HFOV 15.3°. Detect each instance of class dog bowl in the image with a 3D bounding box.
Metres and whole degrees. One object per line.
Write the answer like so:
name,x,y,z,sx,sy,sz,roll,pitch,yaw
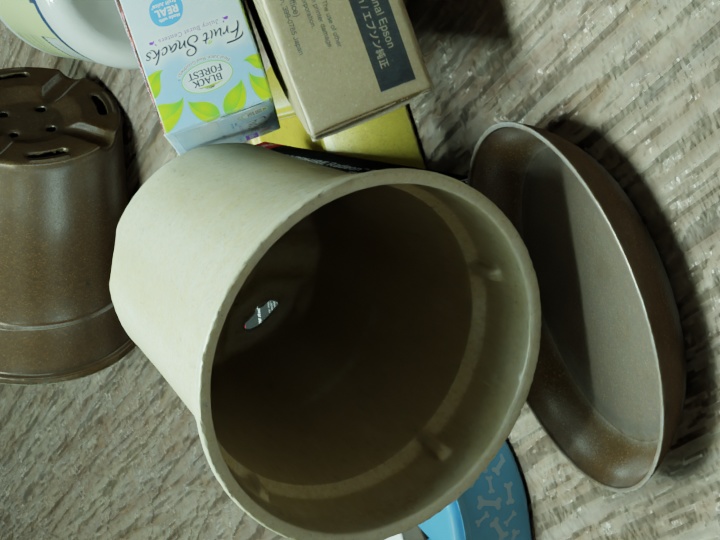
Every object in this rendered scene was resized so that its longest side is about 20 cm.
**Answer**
dog bowl,0.065,0.168,1.639,0.111,0.050,0.200,42,147,55

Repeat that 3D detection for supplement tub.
supplement tub,-0.172,-0.210,1.779,0.200,0.145,0.145,18,125,67

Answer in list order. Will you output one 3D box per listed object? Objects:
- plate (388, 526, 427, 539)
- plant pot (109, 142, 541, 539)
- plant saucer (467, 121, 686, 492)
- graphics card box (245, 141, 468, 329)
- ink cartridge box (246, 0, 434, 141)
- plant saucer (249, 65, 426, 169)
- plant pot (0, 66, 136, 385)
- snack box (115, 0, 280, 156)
plate,0.023,0.233,1.850,0.200,0.032,0.200,12,120,68
plant pot,-0.036,0.019,1.420,0.183,0.200,0.201,32,138,55
plant saucer,0.114,0.015,1.376,0.200,0.032,0.200,56,157,38
graphics card box,0.000,0.000,1.542,0.200,0.051,0.126,12,115,47
ink cartridge box,-0.033,-0.176,1.438,0.200,0.075,0.165,-119,8,-72
plant saucer,-0.011,-0.040,1.649,0.200,0.048,0.200,-4,104,70
plant pot,-0.270,-0.044,2.174,0.200,0.200,0.198,51,146,45
snack box,-0.106,-0.168,1.470,0.169,0.068,0.200,110,141,-88
